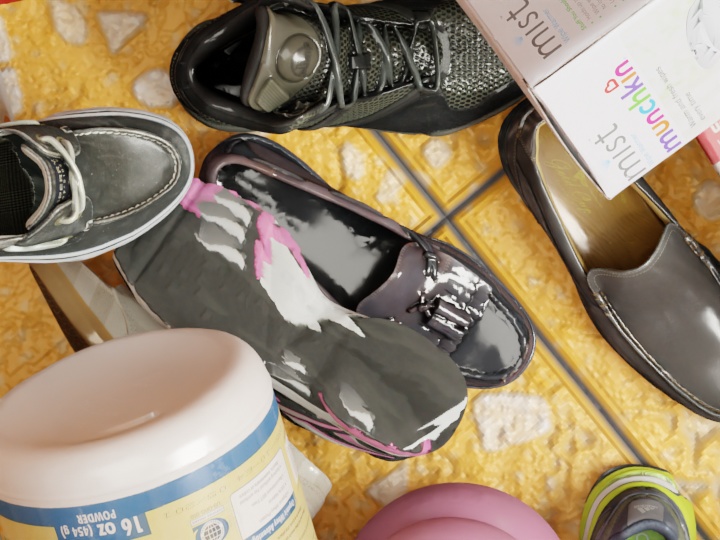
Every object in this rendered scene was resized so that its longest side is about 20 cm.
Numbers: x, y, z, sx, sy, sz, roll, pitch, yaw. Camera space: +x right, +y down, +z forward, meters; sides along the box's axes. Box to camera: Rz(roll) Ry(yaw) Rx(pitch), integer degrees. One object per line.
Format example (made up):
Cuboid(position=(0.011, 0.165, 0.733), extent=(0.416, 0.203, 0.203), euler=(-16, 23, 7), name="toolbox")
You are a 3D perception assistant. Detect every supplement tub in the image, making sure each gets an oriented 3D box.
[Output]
Cuboid(position=(-0.090, 0.144, 1.363), extent=(0.144, 0.145, 0.201), euler=(-14, 111, 5), name="supplement tub")

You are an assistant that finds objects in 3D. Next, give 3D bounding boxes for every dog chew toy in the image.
Cuboid(position=(0.045, 0.173, 1.404), extent=(0.124, 0.200, 0.125), euler=(0, 93, 5), name="dog chew toy")

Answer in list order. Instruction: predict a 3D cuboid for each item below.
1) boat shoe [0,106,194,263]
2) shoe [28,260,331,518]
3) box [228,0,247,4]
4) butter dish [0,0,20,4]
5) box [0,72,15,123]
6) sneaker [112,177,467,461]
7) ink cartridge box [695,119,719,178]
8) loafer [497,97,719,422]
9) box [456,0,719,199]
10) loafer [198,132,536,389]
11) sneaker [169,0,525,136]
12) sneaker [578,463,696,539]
Cuboid(position=(-0.160, -0.035, 1.352), extent=(0.199, 0.071, 0.072), euler=(-16, 93, -30), name="boat shoe")
Cuboid(position=(-0.094, 0.060, 1.476), extent=(0.053, 0.070, 0.200), euler=(-40, 86, -15), name="shoe")
Cuboid(position=(0.006, -0.210, 1.440), extent=(0.200, 0.075, 0.050), euler=(-34, 91, 7), name="box")
Cuboid(position=(-0.126, -0.224, 1.390), extent=(0.199, 0.148, 0.201), euler=(-10, 80, 15), name="butter dish")
Cuboid(position=(-0.246, -0.115, 1.441), extent=(0.097, 0.124, 0.201), euler=(-16, 93, 6), name="box")
Cuboid(position=(-0.043, 0.038, 1.439), extent=(0.200, 0.086, 0.080), euler=(39, 70, 6), name="sneaker")
Cuboid(position=(0.234, -0.032, 1.402), extent=(0.084, 0.144, 0.200), euler=(-33, 91, 8), name="ink cartridge box")
Cuboid(position=(0.138, -0.002, 1.448), extent=(0.073, 0.072, 0.200), euler=(-40, 92, 5), name="loafer")
Cuboid(position=(0.125, -0.165, 1.337), extent=(0.176, 0.200, 0.097), euler=(-37, 135, 5), name="box")
Cuboid(position=(0.000, 0.000, 1.462), extent=(0.200, 0.063, 0.072), euler=(33, 94, 1), name="loafer")
Cuboid(position=(0.002, -0.103, 1.430), extent=(0.198, 0.114, 0.077), euler=(-2, 95, 0), name="sneaker")
Cuboid(position=(0.136, 0.204, 1.461), extent=(0.073, 0.081, 0.201), euler=(0, 95, 5), name="sneaker")
